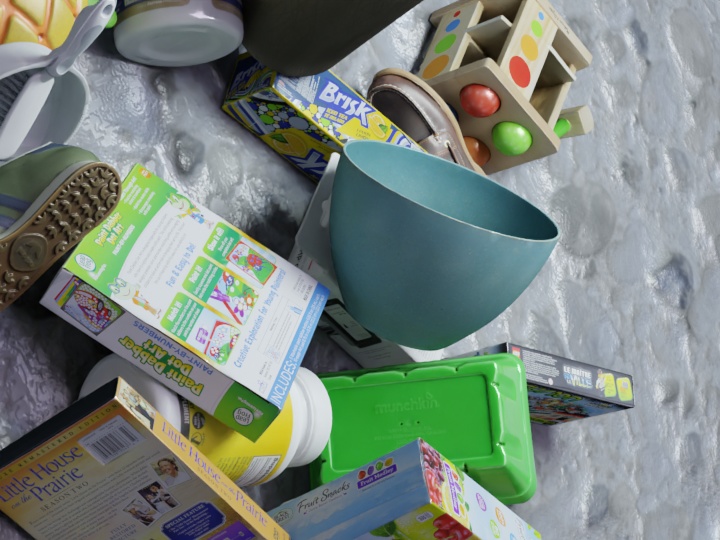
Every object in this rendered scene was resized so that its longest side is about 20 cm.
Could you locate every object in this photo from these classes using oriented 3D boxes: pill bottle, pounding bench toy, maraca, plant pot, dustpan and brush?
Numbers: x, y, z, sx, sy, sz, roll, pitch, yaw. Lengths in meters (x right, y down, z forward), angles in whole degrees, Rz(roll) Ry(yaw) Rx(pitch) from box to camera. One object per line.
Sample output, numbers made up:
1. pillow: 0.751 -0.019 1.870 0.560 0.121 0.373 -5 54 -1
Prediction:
1. pill bottle: -0.162 -0.286 1.609 0.111 0.111 0.200 9 70 -46
2. pounding bench toy: 0.156 -0.163 1.907 0.200 0.124 0.156 46 48 -28
3. maraca: -0.264 -0.219 1.477 0.200 0.107 0.137 -41 115 -47
4. pill bottle: -0.121 0.120 1.514 0.200 0.112 0.113 2 75 -48
5. plant pot: 0.055 -0.010 1.616 0.200 0.200 0.135 5 113 -47
6. dustpan and brush: -0.243 -0.142 1.402 0.139 0.200 0.057 3 42 -48

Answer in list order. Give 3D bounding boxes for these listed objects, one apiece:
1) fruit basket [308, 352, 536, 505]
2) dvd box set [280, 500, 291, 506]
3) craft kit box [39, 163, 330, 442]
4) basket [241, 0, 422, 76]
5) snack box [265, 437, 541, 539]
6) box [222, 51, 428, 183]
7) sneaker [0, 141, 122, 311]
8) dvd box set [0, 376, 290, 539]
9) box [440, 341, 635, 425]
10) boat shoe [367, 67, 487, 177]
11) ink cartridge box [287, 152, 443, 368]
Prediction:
1. fruit basket: 0.053 0.160 1.665 0.215 0.215 0.156 10 70 -46
2. dvd box set: 0.046 0.229 1.606 0.200 0.146 0.029 40 37 -44
3. craft kit box: -0.132 0.021 1.485 0.197 0.049 0.200 36 28 -7
4. basket: -0.026 -0.257 1.587 0.180 0.200 0.136 45 59 1
5. snack box: 0.033 0.232 1.505 0.200 0.169 0.068 43 28 -43
6. box: -0.030 -0.129 1.732 0.200 0.070 0.064 38 53 -33
7. sneaker: -0.279 -0.028 1.416 0.200 0.090 0.067 -38 129 -13
8. dvd box set: -0.171 0.182 1.416 0.200 0.146 0.029 46 25 -26
9. box: 0.165 0.113 1.835 0.200 0.110 0.035 16 66 -44
10. boat shoe: 0.070 -0.105 1.833 0.200 0.070 0.070 51 41 -23
11. ink cartridge box: 0.000 0.000 1.721 0.200 0.068 0.116 45 50 -29
